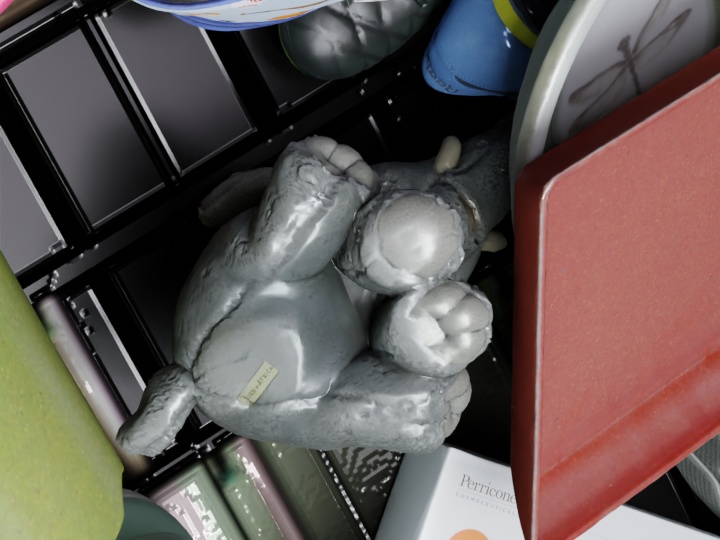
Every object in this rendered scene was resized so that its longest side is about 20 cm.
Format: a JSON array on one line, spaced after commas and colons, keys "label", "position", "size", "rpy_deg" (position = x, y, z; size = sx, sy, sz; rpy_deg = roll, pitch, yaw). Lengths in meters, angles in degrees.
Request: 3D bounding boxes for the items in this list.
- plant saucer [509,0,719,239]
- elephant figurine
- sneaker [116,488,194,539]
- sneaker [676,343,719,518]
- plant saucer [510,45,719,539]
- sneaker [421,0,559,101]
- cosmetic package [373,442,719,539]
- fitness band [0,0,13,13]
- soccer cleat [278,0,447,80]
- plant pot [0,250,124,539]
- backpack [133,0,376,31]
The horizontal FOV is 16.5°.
[{"label": "plant saucer", "position": [0.120, -0.080, 1.042], "size": [0.200, 0.050, 0.200], "rpy_deg": [-29, 135, -34]}, {"label": "elephant figurine", "position": [0.000, 0.000, 1.066], "size": [0.155, 0.200, 0.142], "rpy_deg": [14, 107, 1]}, {"label": "sneaker", "position": [-0.137, 0.180, 1.020], "size": [0.074, 0.118, 0.200], "rpy_deg": [43, 80, -22]}, {"label": "sneaker", "position": [0.174, 0.039, 1.164], "size": [0.080, 0.070, 0.200], "rpy_deg": [-31, 106, -21]}, {"label": "plant saucer", "position": [0.129, -0.004, 1.035], "size": [0.200, 0.037, 0.200], "rpy_deg": [-32, 138, -32]}, {"label": "sneaker", "position": [0.106, -0.117, 1.121], "size": [0.200, 0.078, 0.066], "rpy_deg": [-16, 75, -44]}, {"label": "cosmetic package", "position": [0.091, 0.176, 1.154], "size": [0.200, 0.052, 0.151], "rpy_deg": [20, 86, -23]}, {"label": "fitness band", "position": [-0.211, -0.178, 0.998], "size": [0.144, 0.037, 0.200], "rpy_deg": [-40, 110, -17]}, {"label": "soccer cleat", "position": [0.042, -0.161, 1.079], "size": [0.200, 0.081, 0.068], "rpy_deg": [-47, 110, -12]}, {"label": "plant pot", "position": [-0.191, 0.054, 0.959], "size": [0.200, 0.200, 0.184], "rpy_deg": [-42, 120, -14]}, {"label": "backpack", "position": [-0.033, -0.189, 0.994], "size": [0.190, 0.154, 0.200], "rpy_deg": [-21, 80, 6]}]
